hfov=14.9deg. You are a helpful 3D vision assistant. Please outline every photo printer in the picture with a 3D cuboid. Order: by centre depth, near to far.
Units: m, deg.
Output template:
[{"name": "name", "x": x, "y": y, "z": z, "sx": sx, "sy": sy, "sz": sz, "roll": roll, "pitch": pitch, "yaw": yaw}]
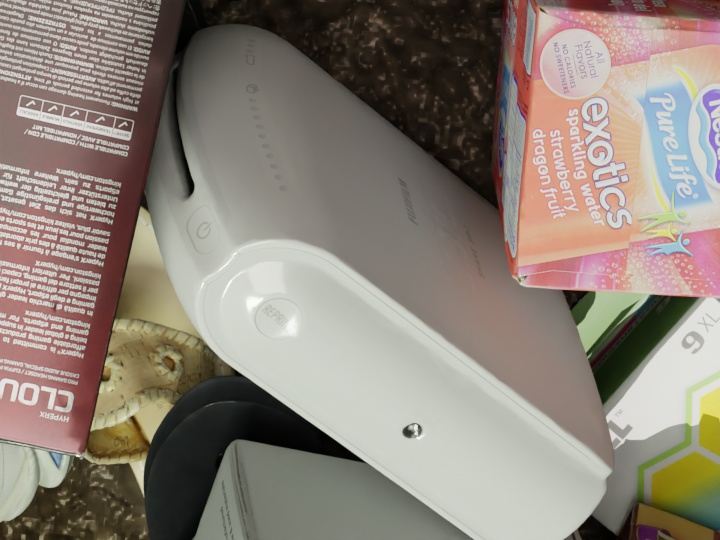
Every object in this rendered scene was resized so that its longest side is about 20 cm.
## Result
[{"name": "photo printer", "x": 0.000, "y": 0.000, "z": 1.042, "sx": 0.069, "sy": 0.167, "sz": 0.200, "roll": -42, "pitch": 121, "yaw": 19}]

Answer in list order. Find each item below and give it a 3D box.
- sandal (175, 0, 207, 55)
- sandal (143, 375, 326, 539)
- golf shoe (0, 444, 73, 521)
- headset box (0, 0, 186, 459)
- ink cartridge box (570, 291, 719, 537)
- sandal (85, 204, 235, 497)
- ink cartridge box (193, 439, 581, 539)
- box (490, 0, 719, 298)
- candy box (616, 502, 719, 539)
[{"name": "sandal", "x": -0.139, "y": -0.048, "z": 1.101, "sx": 0.200, "sy": 0.045, "sz": 0.075, "roll": -37, "pitch": 92, "yaw": 20}, {"name": "sandal", "x": -0.057, "y": 0.131, "z": 1.128, "sx": 0.076, "sy": 0.043, "sz": 0.201, "roll": 3, "pitch": 123, "yaw": -15}, {"name": "golf shoe", "x": -0.198, "y": 0.021, "z": 1.081, "sx": 0.200, "sy": 0.097, "sz": 0.078, "roll": 54, "pitch": 139, "yaw": -6}, {"name": "headset box", "x": -0.122, "y": -0.024, "z": 0.992, "sx": 0.075, "sy": 0.149, "sz": 0.201, "roll": 13, "pitch": 91, "yaw": -10}, {"name": "ink cartridge box", "x": 0.142, "y": 0.067, "z": 1.141, "sx": 0.200, "sy": 0.059, "sz": 0.104, "roll": 40, "pitch": 102, "yaw": -8}, {"name": "sandal", "x": -0.086, "y": 0.058, "z": 1.134, "sx": 0.077, "sy": 0.070, "sz": 0.212, "roll": -25, "pitch": 103, "yaw": 6}, {"name": "ink cartridge box", "x": -0.008, "y": 0.180, "z": 1.091, "sx": 0.147, "sy": 0.086, "sz": 0.201, "roll": 10, "pitch": 117, "yaw": -17}, {"name": "box", "x": 0.102, "y": -0.063, "z": 1.036, "sx": 0.094, "sy": 0.200, "sz": 0.103, "roll": 5, "pitch": 103, "yaw": -1}, {"name": "candy box", "x": 0.094, "y": 0.208, "z": 1.115, "sx": 0.056, "sy": 0.117, "sz": 0.200, "roll": 22, "pitch": 123, "yaw": -2}]
